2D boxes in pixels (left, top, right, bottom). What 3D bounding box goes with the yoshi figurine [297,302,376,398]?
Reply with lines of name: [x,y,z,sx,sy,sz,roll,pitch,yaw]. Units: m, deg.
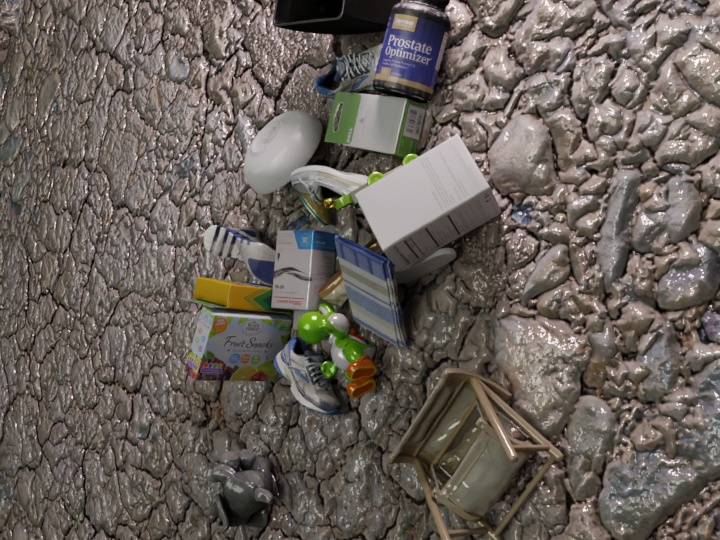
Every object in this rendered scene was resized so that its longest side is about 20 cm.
yoshi figurine: [-0.054,0.143,1.577,0.112,0.112,0.200,-45,50,12]

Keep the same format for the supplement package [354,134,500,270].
supplement package: [0.113,-0.110,1.398,0.200,0.117,0.117,-29,67,8]

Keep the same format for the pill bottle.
pill bottle: [0.097,-0.411,1.512,0.112,0.112,0.201,21,100,44]

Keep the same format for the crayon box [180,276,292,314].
crayon box: [-0.252,0.051,1.740,0.125,0.200,0.052,10,92,45]

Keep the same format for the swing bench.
swing bench: [0.175,0.295,1.338,0.199,0.129,0.200,-60,44,22]

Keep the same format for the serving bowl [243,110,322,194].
serving bowl: [-0.172,-0.256,1.736,0.200,0.066,0.200,-30,37,26]

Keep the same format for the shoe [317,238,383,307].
shoe: [0.000,0.000,1.604,0.053,0.070,0.200,44,120,-7]

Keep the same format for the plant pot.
plant pot: [-0.026,-0.547,1.607,0.199,0.177,0.201,10,93,45]

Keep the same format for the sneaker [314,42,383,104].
sneaker: [-0.010,-0.384,1.634,0.200,0.085,0.077,-26,67,39]

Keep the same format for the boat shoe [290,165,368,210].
boat shoe: [-0.050,-0.153,1.619,0.201,0.074,0.065,13,72,22]

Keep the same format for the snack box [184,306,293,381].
snack box: [-0.246,0.152,1.721,0.053,0.200,0.143,27,104,44]

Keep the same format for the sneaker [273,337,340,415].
sneaker: [-0.098,0.202,1.647,0.200,0.077,0.085,43,111,39]

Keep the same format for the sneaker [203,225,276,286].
sneaker: [-0.228,-0.046,1.817,0.199,0.115,0.081,28,109,13]

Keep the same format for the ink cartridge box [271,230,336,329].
ink cartridge box: [-0.116,0.022,1.701,0.116,0.068,0.201,1,86,45]

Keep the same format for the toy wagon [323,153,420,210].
toy wagon: [0.029,-0.148,1.489,0.040,0.200,0.155,62,172,-1]

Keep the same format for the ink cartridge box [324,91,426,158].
ink cartridge box: [0.026,-0.277,1.602,0.200,0.059,0.104,18,97,45]

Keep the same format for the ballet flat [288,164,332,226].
ballet flat: [-0.104,-0.172,1.721,0.200,0.071,0.071,50,119,36]

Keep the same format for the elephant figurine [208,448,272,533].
elephant figurine: [-0.253,0.486,1.758,0.141,0.155,0.201,16,113,2]

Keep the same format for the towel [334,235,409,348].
towel: [0.021,0.039,1.517,0.147,0.024,0.201,27,141,43]

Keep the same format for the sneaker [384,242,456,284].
sneaker: [0.082,-0.040,1.516,0.200,0.071,0.100,-24,64,37]
